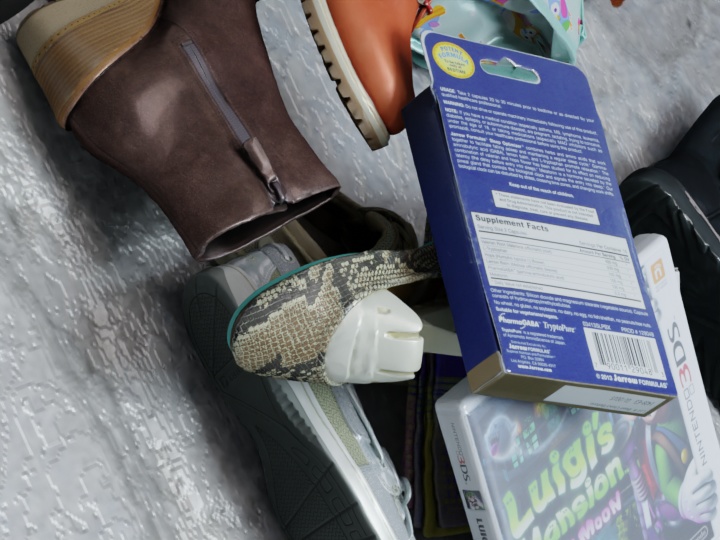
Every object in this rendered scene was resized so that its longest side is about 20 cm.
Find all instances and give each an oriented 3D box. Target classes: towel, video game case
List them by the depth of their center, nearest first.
[{"bbox_3d":[0.125,0.104,1.552,0.200,0.023,0.183,-36,118,-42],"label":"video game case"},{"bbox_3d":[0.078,0.049,1.622,0.143,0.023,0.201,8,86,-50],"label":"towel"}]

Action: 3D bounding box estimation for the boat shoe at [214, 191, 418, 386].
[{"bbox_3d":[0.000,0.000,1.586,0.200,0.065,0.072,34,46,-31],"label":"boat shoe"}]

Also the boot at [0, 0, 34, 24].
[{"bbox_3d":[-0.209,-0.226,1.480,0.188,0.068,0.201,-34,95,-52],"label":"boot"}]

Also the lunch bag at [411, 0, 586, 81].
[{"bbox_3d":[0.054,-0.217,1.735,0.200,0.122,0.171,28,48,-28],"label":"lunch bag"}]

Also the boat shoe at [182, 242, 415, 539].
[{"bbox_3d":[-0.019,0.081,1.506,0.065,0.074,0.203,-26,82,-36],"label":"boat shoe"}]

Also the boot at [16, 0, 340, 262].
[{"bbox_3d":[-0.066,-0.096,1.530,0.200,0.072,0.166,-30,70,-38],"label":"boot"}]

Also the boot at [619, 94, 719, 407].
[{"bbox_3d":[0.259,-0.009,1.877,0.201,0.076,0.168,55,42,0],"label":"boot"}]

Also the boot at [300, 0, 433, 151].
[{"bbox_3d":[0.020,-0.162,1.548,0.075,0.107,0.201,60,19,-64],"label":"boot"}]

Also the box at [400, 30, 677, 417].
[{"bbox_3d":[0.088,-0.024,1.504,0.121,0.032,0.201,9,57,-37],"label":"box"}]

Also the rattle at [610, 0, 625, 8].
[{"bbox_3d":[0.149,-0.289,1.865,0.200,0.143,0.130,47,6,-3],"label":"rattle"}]

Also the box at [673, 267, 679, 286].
[{"bbox_3d":[0.125,0.101,1.617,0.116,0.060,0.201,-9,98,-50],"label":"box"}]

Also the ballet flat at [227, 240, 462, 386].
[{"bbox_3d":[0.022,0.024,1.476,0.075,0.068,0.200,32,27,29],"label":"ballet flat"}]
